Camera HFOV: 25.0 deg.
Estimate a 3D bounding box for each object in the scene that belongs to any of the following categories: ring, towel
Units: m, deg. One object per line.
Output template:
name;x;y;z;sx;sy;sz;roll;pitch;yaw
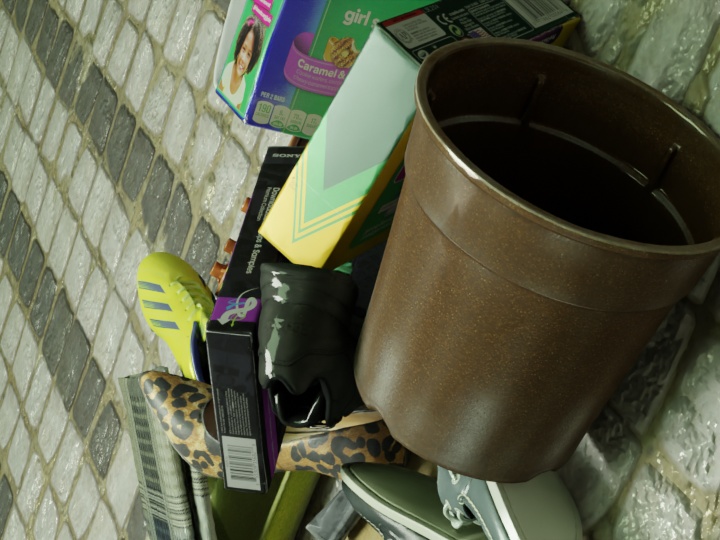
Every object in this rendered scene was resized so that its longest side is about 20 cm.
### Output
ring;-0.082;-0.070;1.370;0.202;0.019;0.200;-62;5;9
towel;-0.152;0.177;1.326;0.192;0.034;0.202;171;88;-73

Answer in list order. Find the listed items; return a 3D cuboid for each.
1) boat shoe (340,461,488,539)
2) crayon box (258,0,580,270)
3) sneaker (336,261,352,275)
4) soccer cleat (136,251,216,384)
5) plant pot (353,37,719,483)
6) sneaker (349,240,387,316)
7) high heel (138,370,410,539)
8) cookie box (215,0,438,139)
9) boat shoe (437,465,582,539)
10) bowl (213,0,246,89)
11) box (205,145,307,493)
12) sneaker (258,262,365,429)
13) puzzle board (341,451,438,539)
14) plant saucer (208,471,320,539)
boat shoe;0.052;0.184;1.052;0.199;0.074;0.067;23;108;42
crayon box;0.040;-0.099;1.070;0.058;0.200;0.173;43;126;13
sneaker;-0.017;-0.018;1.277;0.089;0.076;0.201;-53;39;25
soccer cleat;-0.128;0.049;1.313;0.084;0.064;0.201;102;148;-47
plant pot;0.096;0.002;0.946;0.201;0.199;0.199;-113;35;-47
sneaker;0.000;0.000;1.196;0.115;0.075;0.201;-43;40;18
high heel;-0.061;0.100;1.175;0.143;0.199;0.071;-57;-3;40
cookie box;0.007;-0.193;1.186;0.075;0.170;0.201;44;119;55
boat shoe;0.082;0.135;1.018;0.062;0.073;0.200;-51;29;20
bowl;-0.036;-0.238;1.363;0.199;0.074;0.202;-13;58;59
box;-0.063;0.029;1.110;0.201;0.036;0.144;-74;-14;-49
sneaker;-0.025;0.063;1.047;0.075;0.200;0.092;5;72;23
puzzle board;0.019;0.198;1.180;0.151;0.017;0.201;49;122;58
plant saucer;-0.093;0.172;1.363;0.201;0.048;0.200;-67;30;19
